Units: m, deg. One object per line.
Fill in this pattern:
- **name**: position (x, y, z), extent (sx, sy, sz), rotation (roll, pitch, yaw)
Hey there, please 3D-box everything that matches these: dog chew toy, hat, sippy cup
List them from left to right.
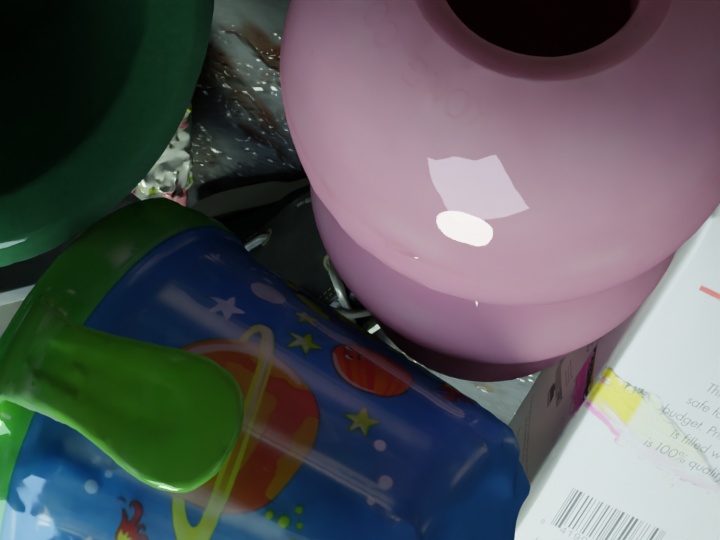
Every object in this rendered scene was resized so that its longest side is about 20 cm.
- **hat**: position (-0.126, -0.101, 0.767), extent (0.200, 0.166, 0.176), rotation (44, -172, -1)
- **sippy cup**: position (-0.028, 0.065, 0.712), extent (0.130, 0.178, 0.140), rotation (24, 115, 21)
- **dog chew toy**: position (0.040, -0.032, 0.684), extent (0.124, 0.125, 0.200), rotation (19, 156, 7)

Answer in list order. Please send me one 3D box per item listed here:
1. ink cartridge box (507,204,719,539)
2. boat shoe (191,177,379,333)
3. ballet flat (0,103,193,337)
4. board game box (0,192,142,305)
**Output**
- **ink cartridge box**: position (0.125, 0.035, 0.753), extent (0.116, 0.068, 0.201), rotation (25, 120, -8)
- **boat shoe**: position (0.000, 0.000, 0.852), extent (0.072, 0.068, 0.200), rotation (35, 149, -25)
- **ballet flat**: position (-0.103, -0.004, 0.857), extent (0.075, 0.064, 0.201), rotation (32, 137, 13)
- **board game box**: position (-0.188, -0.028, 0.751), extent (0.200, 0.199, 0.026), rotation (35, 123, 32)
